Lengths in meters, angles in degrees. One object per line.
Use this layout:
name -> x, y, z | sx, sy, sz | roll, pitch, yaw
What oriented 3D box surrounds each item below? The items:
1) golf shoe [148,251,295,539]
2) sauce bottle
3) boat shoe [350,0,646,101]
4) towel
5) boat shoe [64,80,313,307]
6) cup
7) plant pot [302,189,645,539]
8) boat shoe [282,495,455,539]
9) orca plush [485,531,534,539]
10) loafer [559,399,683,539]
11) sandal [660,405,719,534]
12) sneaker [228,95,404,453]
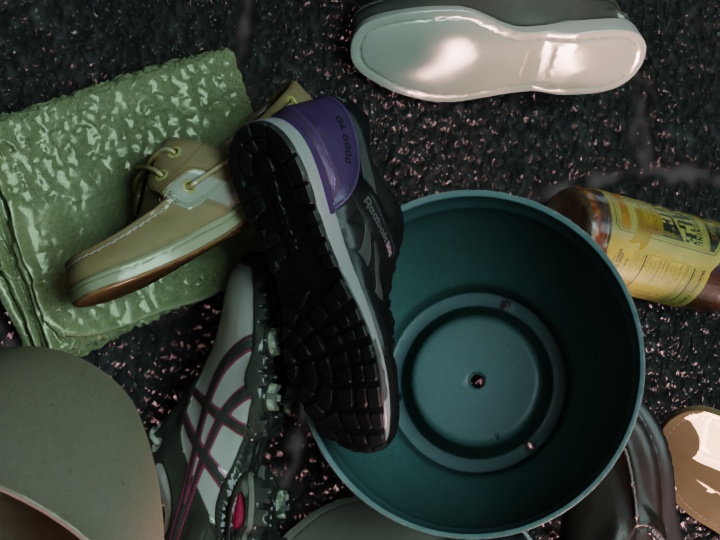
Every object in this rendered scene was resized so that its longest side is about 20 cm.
golf shoe -> -0.083, 0.086, 1.383 | 0.088, 0.077, 0.201 | 3, 82, 12
sauce bottle -> 0.212, -0.008, 1.600 | 0.199, 0.066, 0.066 | 12, 79, -33
boat shoe -> 0.082, -0.153, 1.530 | 0.201, 0.072, 0.060 | 0, 45, -21
towel -> -0.135, -0.041, 1.396 | 0.199, 0.036, 0.149 | -25, 99, -31
boat shoe -> -0.095, -0.045, 1.364 | 0.200, 0.074, 0.067 | -32, 93, -35
cup -> -0.185, 0.125, 1.278 | 0.200, 0.200, 0.144 | 46, 39, -21
plant pot -> 0.068, 0.062, 1.436 | 0.199, 0.134, 0.202 | -1, 82, 4
boat shoe -> -0.025, 0.195, 1.447 | 0.199, 0.073, 0.063 | -23, 141, -37
orca plush -> 0.124, 0.214, 1.516 | 0.200, 0.105, 0.071 | 44, 43, -24
loafer -> 0.163, 0.157, 1.547 | 0.071, 0.073, 0.201 | -25, 99, -33
sandal -> 0.268, 0.142, 1.634 | 0.212, 0.077, 0.070 | 46, 33, -28
sneaker -> 0.000, 0.000, 1.345 | 0.087, 0.075, 0.201 | -26, 107, -42
